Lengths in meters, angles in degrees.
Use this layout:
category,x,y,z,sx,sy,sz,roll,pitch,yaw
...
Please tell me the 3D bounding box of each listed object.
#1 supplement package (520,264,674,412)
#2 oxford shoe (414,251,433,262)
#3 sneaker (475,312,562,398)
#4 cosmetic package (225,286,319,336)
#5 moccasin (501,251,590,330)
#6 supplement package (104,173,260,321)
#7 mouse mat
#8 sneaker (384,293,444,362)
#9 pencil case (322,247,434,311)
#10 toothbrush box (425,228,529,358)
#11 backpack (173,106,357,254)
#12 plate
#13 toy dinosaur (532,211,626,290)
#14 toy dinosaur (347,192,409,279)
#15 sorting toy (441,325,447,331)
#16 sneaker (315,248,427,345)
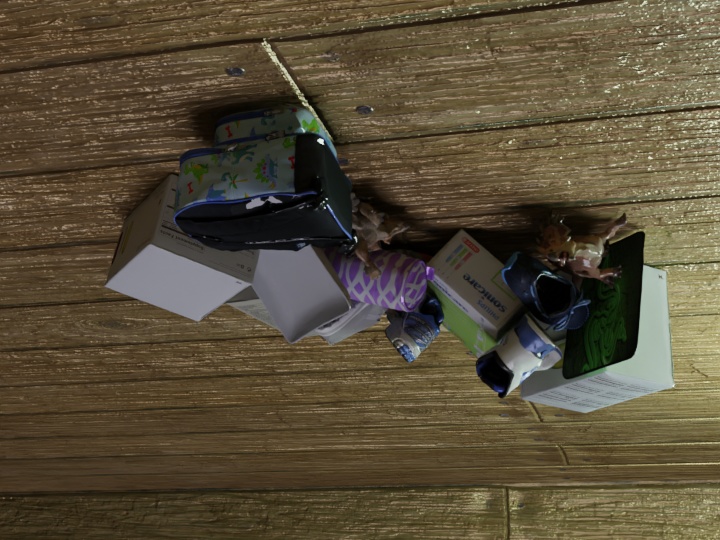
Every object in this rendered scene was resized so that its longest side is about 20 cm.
category,x,y,z,sx,sy,sz,roll,pitch,yaw
supplement package,0.366,0.103,1.872,0.146,0.193,0.200,13,156,-29
oxford shoe,0.020,-0.003,1.839,0.198,0.072,0.073,-4,-162,-8
sneaker,0.223,0.124,1.720,0.115,0.081,0.199,-40,165,6
cosmetic package,-0.118,0.036,1.895,0.102,0.088,0.200,-7,158,27
moccasin,0.268,0.044,1.669,0.199,0.081,0.068,27,-175,-45
supplement package,-0.249,-0.027,1.681,0.155,0.112,0.200,22,152,-23
mouse mat,0.354,0.051,1.730,0.007,0.202,0.161,21,153,-24
sneaker,0.090,0.073,1.805,0.085,0.200,0.077,-36,106,10
pencil case,0.000,0.000,1.722,0.198,0.085,0.085,18,-155,25
toothbrush box,0.176,0.047,1.797,0.145,0.086,0.200,42,168,18
backpack,-0.120,-0.104,1.443,0.198,0.149,0.183,-7,159,14
plate,-0.102,-0.007,1.703,0.032,0.201,0.199,-33,-179,-35
toy dinosaur,0.301,-0.026,1.700,0.134,0.087,0.200,2,163,-1
toy dinosaur,-0.025,-0.069,1.617,0.199,0.086,0.136,30,-174,-21
sorting toy,0.217,0.074,2.045,0.198,0.037,0.185,4,160,-18
sneaker,0.014,0.039,1.788,0.199,0.075,0.082,-30,146,-4
